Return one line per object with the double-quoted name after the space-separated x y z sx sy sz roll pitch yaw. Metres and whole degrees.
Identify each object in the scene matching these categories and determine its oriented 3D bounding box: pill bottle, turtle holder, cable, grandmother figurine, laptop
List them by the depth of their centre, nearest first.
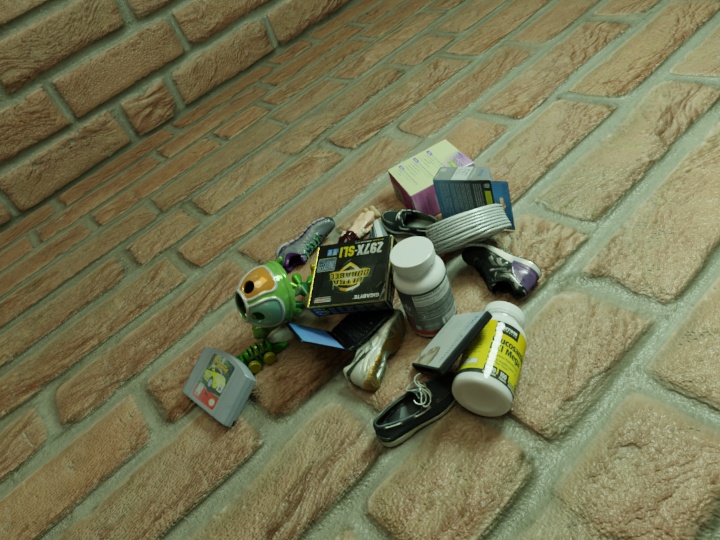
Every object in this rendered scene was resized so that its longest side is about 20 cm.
0.250 0.160 1.053 0.110 0.114 0.202 2 45 30 "pill bottle"
0.134 0.035 1.191 0.113 0.202 0.117 -15 38 12 "pill bottle"
-0.050 0.104 1.244 0.200 0.104 0.177 -42 18 -9 "laptop"
-0.224 0.068 1.301 0.130 0.186 0.143 -23 78 -29 "turtle holder"
0.250 -0.097 1.312 0.196 0.071 0.200 -17 -4 -12 "cable"
-0.021 -0.094 1.547 0.201 0.061 0.121 -50 12 -24 "grandmother figurine"

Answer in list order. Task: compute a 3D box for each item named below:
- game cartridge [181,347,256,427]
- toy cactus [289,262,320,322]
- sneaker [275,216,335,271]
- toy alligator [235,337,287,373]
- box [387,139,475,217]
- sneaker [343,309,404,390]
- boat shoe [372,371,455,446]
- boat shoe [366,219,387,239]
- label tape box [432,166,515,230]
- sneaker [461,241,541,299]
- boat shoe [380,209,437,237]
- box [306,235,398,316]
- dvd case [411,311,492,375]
-0.327 0.257 1.286 0.198 0.041 0.135 18 73 42 "game cartridge"
-0.133 0.066 1.393 0.199 0.103 0.165 -37 42 -8 "toy cactus"
-0.145 -0.066 1.580 0.198 0.075 0.088 -36 48 4 "sneaker"
-0.268 0.211 1.327 0.197 0.055 0.059 -29 37 -5 "toy alligator"
0.204 -0.255 1.574 0.197 0.098 0.177 -29 38 -3 "box"
0.028 0.159 1.207 0.086 0.076 0.201 6 47 33 "sneaker"
0.108 0.252 1.067 0.198 0.063 0.075 -31 36 -9 "boat shoe"
0.031 -0.060 1.465 0.090 0.071 0.202 -29 29 13 "boat shoe"
0.294 -0.182 1.402 0.197 0.146 0.064 7 45 34 "label tape box"
0.296 0.002 1.249 0.198 0.076 0.088 22 63 43 "sneaker"
0.131 -0.132 1.481 0.197 0.061 0.076 18 62 34 "boat shoe"
-0.015 0.013 1.250 0.196 0.049 0.163 -7 57 27 "box"
0.172 0.139 1.082 0.143 0.018 0.200 -47 2 -11 "dvd case"
